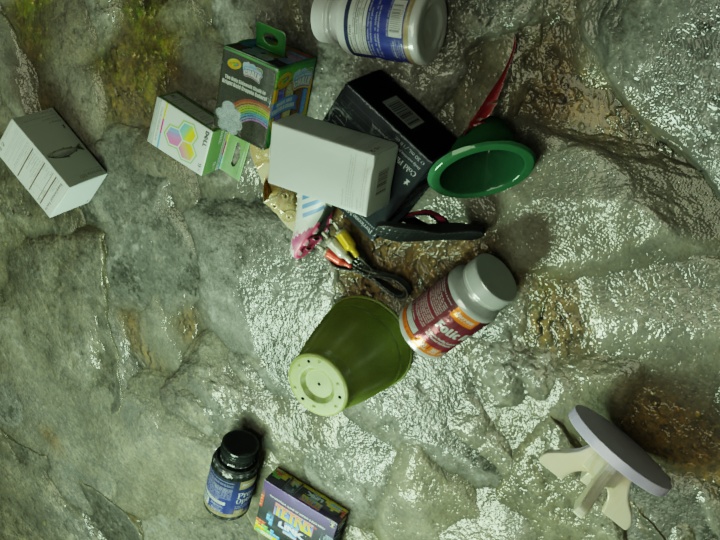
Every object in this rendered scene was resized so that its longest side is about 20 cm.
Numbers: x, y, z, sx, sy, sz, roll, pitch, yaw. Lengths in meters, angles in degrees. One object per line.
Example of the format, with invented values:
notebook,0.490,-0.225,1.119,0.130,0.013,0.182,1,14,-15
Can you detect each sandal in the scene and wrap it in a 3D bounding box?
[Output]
sandal,0.115,-0.077,1.491,0.075,0.200,0.045,150,118,-66
sandal,-0.168,-0.152,1.683,0.078,0.070,0.212,-18,101,36

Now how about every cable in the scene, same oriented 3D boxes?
cable,0.000,0.000,1.658,0.200,0.050,0.097,45,131,8

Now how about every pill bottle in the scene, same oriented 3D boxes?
pill bottle,0.170,0.062,1.539,0.114,0.114,0.200,51,128,3
pill bottle,0.027,-0.402,1.418,0.200,0.120,0.120,16,118,26
pill bottle,-0.291,0.466,2.011,0.112,0.112,0.200,29,124,18

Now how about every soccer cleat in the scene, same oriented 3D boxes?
soccer cleat,-0.092,-0.116,1.659,0.086,0.070,0.200,42,121,18

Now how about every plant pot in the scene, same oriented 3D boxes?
plant pot,-0.034,0.175,1.668,0.200,0.193,0.201,13,117,27

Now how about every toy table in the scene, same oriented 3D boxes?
toy table,0.409,0.336,1.490,0.200,0.184,0.117,43,110,19

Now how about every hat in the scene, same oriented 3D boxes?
hat,0.195,-0.237,1.433,0.200,0.166,0.176,-17,64,21

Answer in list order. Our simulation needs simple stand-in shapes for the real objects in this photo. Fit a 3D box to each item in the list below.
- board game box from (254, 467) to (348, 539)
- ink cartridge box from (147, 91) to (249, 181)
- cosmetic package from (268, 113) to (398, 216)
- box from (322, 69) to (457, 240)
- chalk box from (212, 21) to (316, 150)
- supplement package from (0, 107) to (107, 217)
board game box,-0.137,0.568,1.996,0.200,0.057,0.165,26,124,20
ink cartridge box,-0.321,-0.259,1.737,0.200,0.059,0.104,33,125,16
cosmetic package,-0.049,-0.176,1.441,0.200,0.081,0.113,23,122,24
box,0.028,-0.198,1.509,0.200,0.124,0.197,44,129,8
chalk box,-0.168,-0.339,1.567,0.125,0.124,0.200,28,122,20
supplement package,-0.680,-0.238,1.937,0.200,0.117,0.117,49,127,3
